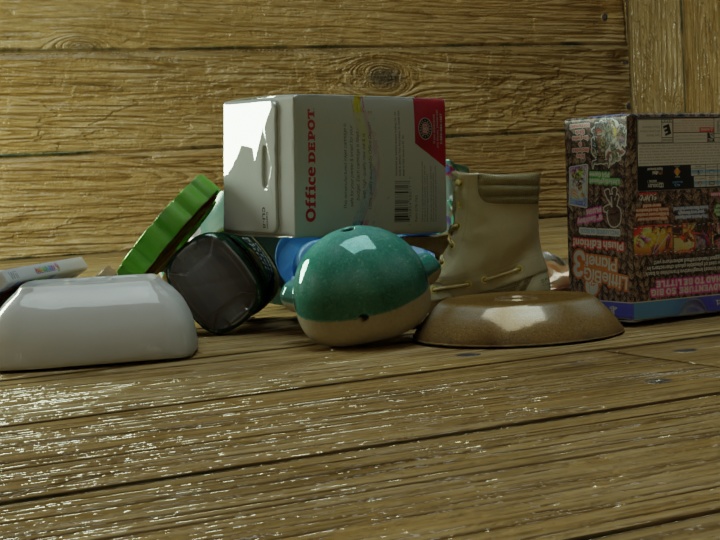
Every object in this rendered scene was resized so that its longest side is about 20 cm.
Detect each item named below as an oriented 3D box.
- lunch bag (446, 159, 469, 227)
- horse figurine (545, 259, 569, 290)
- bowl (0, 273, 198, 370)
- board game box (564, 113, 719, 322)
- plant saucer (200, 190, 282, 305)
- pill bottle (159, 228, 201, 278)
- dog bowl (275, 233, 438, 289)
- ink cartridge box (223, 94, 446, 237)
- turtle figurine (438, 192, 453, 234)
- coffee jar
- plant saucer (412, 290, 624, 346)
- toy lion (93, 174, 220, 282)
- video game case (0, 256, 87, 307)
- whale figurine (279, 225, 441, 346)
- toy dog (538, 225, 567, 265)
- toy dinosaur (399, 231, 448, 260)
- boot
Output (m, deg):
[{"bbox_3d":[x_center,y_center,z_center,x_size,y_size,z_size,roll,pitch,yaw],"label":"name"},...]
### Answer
[{"bbox_3d":[0.072,-0.086,2.341,0.199,0.171,0.122,-2,-4,20],"label":"lunch bag"},{"bbox_3d":[0.256,0.011,1.599,0.199,0.050,0.133,4,17,15],"label":"horse figurine"},{"bbox_3d":[-0.258,0.045,1.398,0.199,0.075,0.200,-3,2,-7],"label":"bowl"},{"bbox_3d":[0.297,-0.055,1.454,0.159,0.201,0.097,-4,4,-32],"label":"board game box"},{"bbox_3d":[-0.107,-0.017,1.743,0.199,0.200,0.036,-1,47,31],"label":"plant saucer"},{"bbox_3d":[-0.177,-0.018,1.972,0.113,0.114,0.200,-7,5,-43],"label":"pill bottle"},{"bbox_3d":[0.000,0.000,1.646,0.199,0.112,0.050,-5,-36,-13],"label":"dog bowl"},{"bbox_3d":[-0.029,-0.109,1.536,0.199,0.146,0.144,-2,4,-37],"label":"ink cartridge box"},{"bbox_3d":[0.104,-0.031,2.058,0.150,0.101,0.200,-40,8,-9],"label":"turtle figurine"},{"bbox_3d":[-0.146,0.007,1.607,0.085,0.104,0.200,-38,1,5],"label":"coffee jar"},{"bbox_3d":[0.147,0.042,1.369,0.199,0.036,0.200,-3,4,0],"label":"plant saucer"},{"bbox_3d":[-0.213,-0.036,1.601,0.192,0.069,0.200,-49,2,29],"label":"toy lion"},{"bbox_3d":[-0.377,0.037,1.503,0.143,0.018,0.200,-34,-3,12],"label":"video game case"},{"bbox_3d":[-0.003,-0.004,1.401,0.158,0.104,0.200,-11,20,3],"label":"whale figurine"},{"bbox_3d":[0.153,-0.010,1.737,0.096,0.132,0.200,-40,-23,28],"label":"toy dog"},{"bbox_3d":[0.097,-0.025,1.579,0.199,0.058,0.101,8,-15,-7],"label":"toy dinosaur"},{"bbox_3d":[0.094,-0.024,1.497,0.199,0.156,0.073,-4,4,9],"label":"boot"}]
